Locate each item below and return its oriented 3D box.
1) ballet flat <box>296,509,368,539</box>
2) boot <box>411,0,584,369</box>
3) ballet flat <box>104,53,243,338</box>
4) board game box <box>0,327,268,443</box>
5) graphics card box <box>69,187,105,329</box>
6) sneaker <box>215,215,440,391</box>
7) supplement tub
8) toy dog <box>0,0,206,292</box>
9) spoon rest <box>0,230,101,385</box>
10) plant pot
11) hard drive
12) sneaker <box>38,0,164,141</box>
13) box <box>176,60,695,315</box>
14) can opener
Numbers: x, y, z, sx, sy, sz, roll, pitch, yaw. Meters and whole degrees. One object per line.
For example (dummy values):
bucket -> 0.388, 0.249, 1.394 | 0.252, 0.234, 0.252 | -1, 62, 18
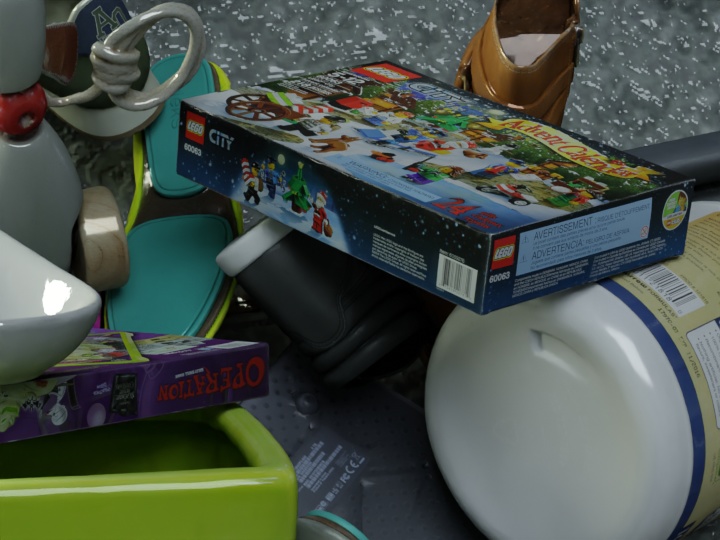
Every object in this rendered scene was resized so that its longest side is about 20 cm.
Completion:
ballet flat -> -0.007, 0.181, 0.983 | 0.067, 0.201, 0.064 | 23, 59, 28
boot -> 0.069, -0.053, 1.166 | 0.073, 0.155, 0.201 | 7, 57, -7
ballet flat -> -0.086, -0.017, 1.167 | 0.066, 0.067, 0.201 | -5, 53, 9
board game box -> -0.147, 0.049, 0.986 | 0.119, 0.033, 0.199 | 9, 10, 40
graphics card box -> -0.186, 0.051, 1.117 | 0.124, 0.051, 0.201 | 4, 57, -7
sneaker -> 0.000, 0.000, 1.149 | 0.099, 0.071, 0.200 | 54, 23, -3
supplement tub -> 0.142, 0.048, 1.099 | 0.199, 0.145, 0.145 | -20, 62, -45
toy dog -> -0.162, -0.066, 1.070 | 0.131, 0.201, 0.096 | 1, 35, -32
spoon rest -> -0.166, 0.009, 0.952 | 0.098, 0.200, 0.061 | -3, 95, -18
plant pot -> -0.134, 0.157, 0.959 | 0.197, 0.200, 0.183 | -1, 95, -11
hard drive -> 0.013, 0.135, 1.106 | 0.199, 0.042, 0.135 | 34, 59, 11
sneaker -> -0.186, -0.141, 1.181 | 0.199, 0.090, 0.067 | 25, 59, 28
box -> 0.031, -0.043, 1.054 | 0.136, 0.038, 0.199 | -16, 30, -42
can opener -> 0.203, -0.060, 1.269 | 0.198, 0.054, 0.067 | -12, 29, -17
